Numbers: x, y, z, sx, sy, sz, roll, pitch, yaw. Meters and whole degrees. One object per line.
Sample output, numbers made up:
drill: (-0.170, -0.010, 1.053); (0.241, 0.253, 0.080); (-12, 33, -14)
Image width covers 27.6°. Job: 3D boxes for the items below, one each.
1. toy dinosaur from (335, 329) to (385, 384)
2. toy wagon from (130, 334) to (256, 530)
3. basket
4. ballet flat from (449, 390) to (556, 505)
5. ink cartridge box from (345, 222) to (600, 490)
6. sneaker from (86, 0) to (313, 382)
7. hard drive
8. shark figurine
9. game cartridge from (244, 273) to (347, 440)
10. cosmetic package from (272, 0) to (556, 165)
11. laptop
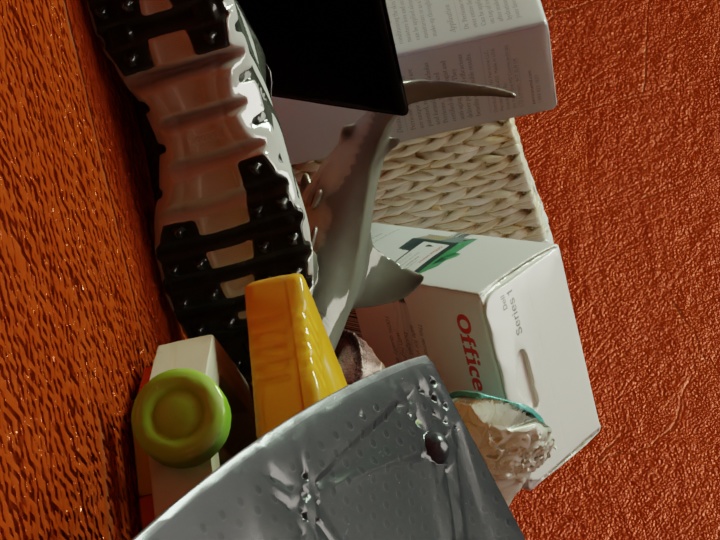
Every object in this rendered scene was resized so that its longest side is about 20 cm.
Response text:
toy dinosaur: (-0.004, 0.097, 0.818); (0.136, 0.085, 0.201); (75, 7, -67)
toy wagon: (-0.045, 0.127, 0.533); (0.155, 0.039, 0.201); (68, 12, -68)
basket: (0.040, -0.090, 1.208); (0.198, 0.199, 0.161); (-95, 171, -60)
ballet flat: (0.071, 0.113, 0.834); (0.200, 0.071, 0.072); (73, 6, -78)
ink cartridge box: (0.055, 0.053, 1.008); (0.200, 0.084, 0.147); (9, -58, 48)
sneaker: (-0.060, -0.053, 0.627); (0.091, 0.066, 0.201); (-80, 156, -73)
hard drive: (-0.005, 0.112, 0.440); (0.135, 0.042, 0.200); (62, 31, 0)
shark figurine: (0.005, -0.021, 0.802); (0.215, 0.089, 0.128); (-65, -161, 16)
game cartridge: (-0.005, 0.128, 0.575); (0.176, 0.032, 0.201); (72, 10, -61)
cosmetic package: (0.011, -0.134, 0.896); (0.071, 0.199, 0.102); (75, 6, -47)
laptop: (-0.057, -0.194, 0.720); (0.200, 0.115, 0.188); (-96, 174, -52)
